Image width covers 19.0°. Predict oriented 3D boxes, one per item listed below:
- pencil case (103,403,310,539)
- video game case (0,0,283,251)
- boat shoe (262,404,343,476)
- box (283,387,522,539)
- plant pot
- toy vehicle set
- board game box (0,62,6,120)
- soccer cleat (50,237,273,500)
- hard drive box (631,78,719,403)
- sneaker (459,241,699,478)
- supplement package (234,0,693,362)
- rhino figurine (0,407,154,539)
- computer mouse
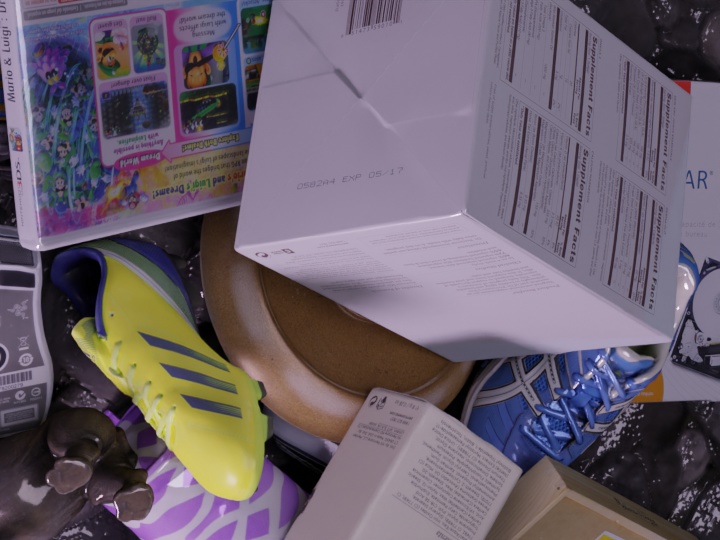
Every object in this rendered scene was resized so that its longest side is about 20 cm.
[{"bbox_3d":[-0.065,0.152,1.236,0.084,0.085,0.200,-47,116,-7],"label":"pencil case"},{"bbox_3d":[-0.101,-0.118,1.134,0.200,0.024,0.182,-15,108,-40],"label":"video game case"},{"bbox_3d":[0.020,0.135,1.291,0.200,0.072,0.068,27,110,-22],"label":"boat shoe"},{"bbox_3d":[0.000,0.171,1.186,0.082,0.068,0.200,38,77,-27],"label":"box"},{"bbox_3d":[0.000,0.000,1.247,0.200,0.027,0.200,8,75,-32],"label":"plant pot"},{"bbox_3d":[0.122,0.187,1.301,0.124,0.027,0.200,-43,142,12],"label":"toy vehicle set"},{"bbox_3d":[-0.134,-0.165,1.174,0.165,0.057,0.200,3,96,-26],"label":"board game box"},{"bbox_3d":[-0.110,0.053,1.146,0.084,0.200,0.065,4,124,-32],"label":"soccer cleat"},{"bbox_3d":[0.177,-0.021,1.345,0.156,0.077,0.200,-1,97,-28],"label":"hard drive box"},{"bbox_3d":[0.124,0.057,1.246,0.076,0.077,0.200,32,91,-15],"label":"sneaker"},{"bbox_3d":[0.061,-0.055,1.162,0.200,0.152,0.151,28,62,-46],"label":"supplement package"},{"bbox_3d":[-0.208,0.133,1.145,0.200,0.087,0.060,-25,112,1],"label":"rhino figurine"},{"bbox_3d":[-0.207,0.009,1.148,0.110,0.044,0.200,-10,120,-25],"label":"computer mouse"}]
